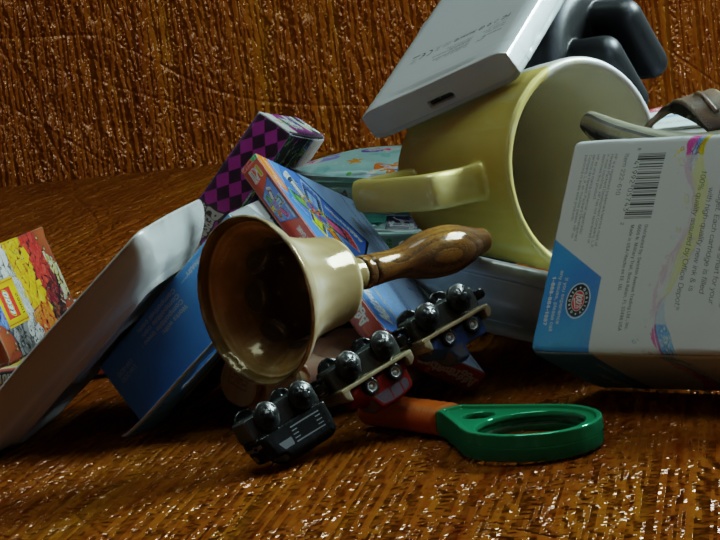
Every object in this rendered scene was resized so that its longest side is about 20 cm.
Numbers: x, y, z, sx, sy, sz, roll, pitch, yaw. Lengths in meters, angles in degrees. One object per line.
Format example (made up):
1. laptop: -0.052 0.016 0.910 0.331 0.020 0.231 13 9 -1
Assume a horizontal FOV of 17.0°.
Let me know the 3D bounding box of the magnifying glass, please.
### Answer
1. magnifying glass: 0.066 0.091 1.429 0.080 0.022 0.200 -12 11 -34

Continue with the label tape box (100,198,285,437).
1. label tape box: -0.100 0.026 1.616 0.143 0.066 0.200 -49 -6 16

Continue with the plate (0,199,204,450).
1. plate: -0.179 0.043 1.608 0.200 0.032 0.200 -49 -1 11

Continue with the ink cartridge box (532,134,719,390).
1. ink cartridge box: 0.219 -0.003 1.467 0.200 0.145 0.085 -1 -21 42

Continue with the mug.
1. mug: 0.094 -0.079 1.692 0.187 0.150 0.153 27 -17 -37

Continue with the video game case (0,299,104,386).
1. video game case: -0.275 0.059 1.873 0.200 0.017 0.143 -7 19 -11

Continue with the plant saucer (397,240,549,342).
1. plant saucer: 0.119 0.023 1.650 0.200 0.050 0.200 12 1 0

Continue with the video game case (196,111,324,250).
1. video game case: -0.108 -0.034 1.902 0.036 0.200 0.181 36 7 4

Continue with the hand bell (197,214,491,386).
1. hand bell: 0.007 -0.002 1.501 0.200 0.104 0.104 -16 11 -42

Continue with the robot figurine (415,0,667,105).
1. robot figurine: 0.131 -0.157 1.851 0.200 0.125 0.150 -2 6 40

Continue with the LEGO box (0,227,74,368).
1. LEGO box: -0.311 0.052 1.644 0.200 0.077 0.149 -23 3 15

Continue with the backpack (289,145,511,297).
1. backpack: 0.007 -0.019 1.869 0.200 0.151 0.178 -10 6 16

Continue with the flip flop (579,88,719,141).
1. flip flop: 0.236 -0.086 1.541 0.200 0.058 0.081 3 -21 35

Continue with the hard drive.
1. hard drive: 0.090 -0.177 1.734 0.132 0.027 0.200 -22 24 37

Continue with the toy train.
1. toy train: 0.007 0.063 1.460 0.200 0.046 0.034 -31 3 -33

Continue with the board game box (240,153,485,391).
1. board game box: 0.000 0.000 1.608 0.103 0.019 0.200 26 20 -43

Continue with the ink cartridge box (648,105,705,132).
1. ink cartridge box: 0.247 -0.046 1.813 0.083 0.146 0.200 -4 7 16

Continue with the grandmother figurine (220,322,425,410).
1. grandmother figurine: -0.006 0.058 1.622 0.121 0.061 0.200 32 27 32
